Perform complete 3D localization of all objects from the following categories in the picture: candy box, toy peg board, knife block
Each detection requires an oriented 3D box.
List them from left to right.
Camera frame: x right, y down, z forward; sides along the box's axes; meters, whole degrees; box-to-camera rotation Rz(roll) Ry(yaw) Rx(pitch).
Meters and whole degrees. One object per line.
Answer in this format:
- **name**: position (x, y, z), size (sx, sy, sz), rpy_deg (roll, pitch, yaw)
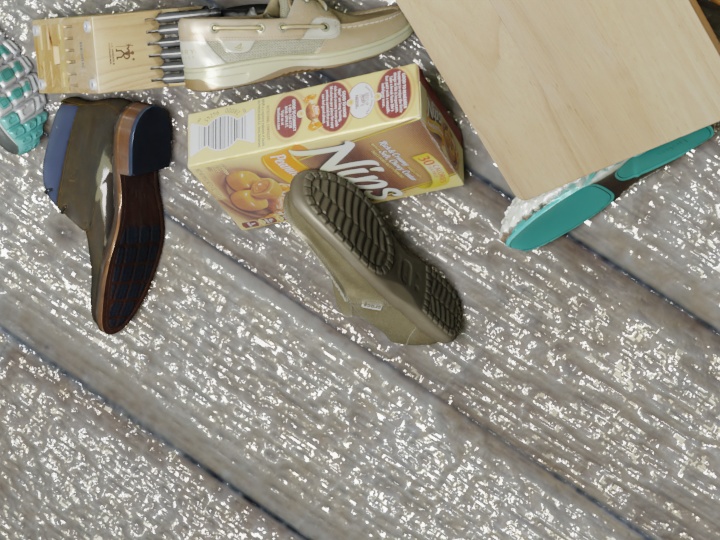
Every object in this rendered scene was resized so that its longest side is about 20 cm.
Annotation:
- **knife block**: position (-0.162, -0.186, 1.828), size (0.200, 0.175, 0.064), rpy_deg (8, 103, 60)
- **candy box**: position (-0.027, -0.097, 1.763), size (0.199, 0.115, 0.056), rpy_deg (-11, 62, 17)
- **toy peg board**: position (0.165, -0.189, 1.665), size (0.198, 0.098, 0.201), rpy_deg (-22, 114, 27)

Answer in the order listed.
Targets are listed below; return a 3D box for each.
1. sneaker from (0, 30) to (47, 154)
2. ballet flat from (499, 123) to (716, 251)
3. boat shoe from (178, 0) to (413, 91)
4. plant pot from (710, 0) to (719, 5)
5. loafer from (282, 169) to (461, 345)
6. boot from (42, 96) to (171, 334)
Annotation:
- **sneaker**: position (-0.348, -0.175, 1.877), size (0.091, 0.077, 0.200), rpy_deg (-39, 83, 33)
- **ballet flat**: position (0.192, -0.089, 1.742), size (0.199, 0.072, 0.072), rpy_deg (-31, 89, 16)
- **boat shoe**: position (-0.050, -0.192, 1.737), size (0.199, 0.072, 0.065), rpy_deg (-14, 103, -21)
- **plant pot**: position (0.331, -0.252, 1.615), size (0.182, 0.200, 0.201), rpy_deg (20, 104, 27)
- **loafer**: position (0.000, 0.000, 1.764), size (0.067, 0.076, 0.200), rpy_deg (-28, 121, 31)
- **boot**: position (-0.222, -0.052, 1.863), size (0.096, 0.075, 0.201), rpy_deg (17, 103, 30)
